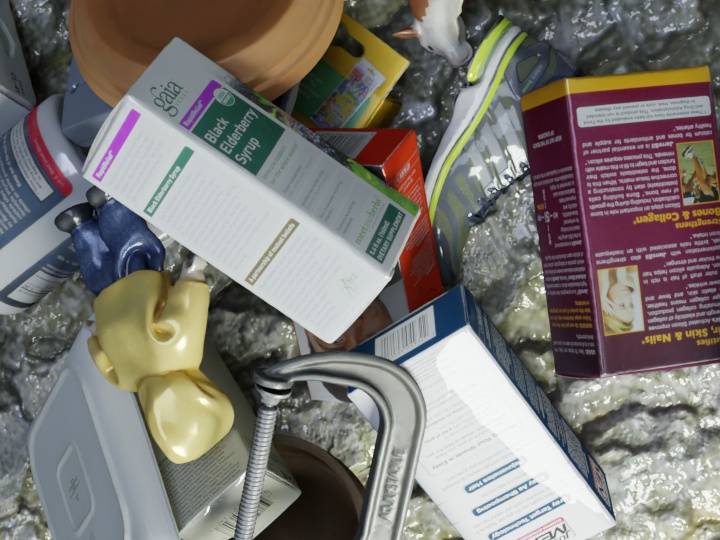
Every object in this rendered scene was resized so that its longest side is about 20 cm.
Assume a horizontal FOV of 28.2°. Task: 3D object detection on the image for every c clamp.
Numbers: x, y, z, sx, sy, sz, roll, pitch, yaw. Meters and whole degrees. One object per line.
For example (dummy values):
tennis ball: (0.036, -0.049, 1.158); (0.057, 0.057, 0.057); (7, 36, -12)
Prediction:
c clamp: (-0.047, 0.141, 0.952); (0.170, 0.027, 0.201); (16, 103, -4)

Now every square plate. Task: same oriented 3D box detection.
square plate: (-0.204, 0.162, 1.083); (0.200, 0.028, 0.199); (-53, 52, 47)

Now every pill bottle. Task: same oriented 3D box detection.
pill bottle: (-0.276, -0.036, 1.136); (0.200, 0.120, 0.120); (-35, 81, 15)

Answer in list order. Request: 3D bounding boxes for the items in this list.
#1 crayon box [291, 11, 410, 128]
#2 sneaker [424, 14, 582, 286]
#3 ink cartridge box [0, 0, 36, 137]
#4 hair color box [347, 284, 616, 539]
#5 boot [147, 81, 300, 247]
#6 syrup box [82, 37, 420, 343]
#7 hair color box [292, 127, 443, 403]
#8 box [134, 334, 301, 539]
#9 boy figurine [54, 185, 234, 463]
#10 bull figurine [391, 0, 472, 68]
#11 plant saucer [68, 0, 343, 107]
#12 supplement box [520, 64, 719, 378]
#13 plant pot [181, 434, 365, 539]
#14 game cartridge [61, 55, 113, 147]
crayon box: (-0.059, -0.111, 1.101); (0.126, 0.052, 0.200); (39, 102, 14)
sneaker: (0.098, -0.080, 1.043); (0.081, 0.074, 0.201); (21, 100, 11)
ink cartridge box: (-0.376, -0.143, 1.163); (0.200, 0.086, 0.148); (-34, 59, 17)
hair color box: (0.086, 0.117, 1.005); (0.100, 0.061, 0.200); (-30, 114, 16)
boot: (-0.114, -0.088, 1.034); (0.073, 0.096, 0.201); (24, 101, -29)
syrup box: (-0.070, -0.051, 0.923); (0.200, 0.079, 0.081); (35, 130, -7)
hair color box: (0.000, 0.000, 1.027); (0.101, 0.061, 0.201); (3, 122, 26)
box: (-0.129, 0.111, 1.072); (0.082, 0.068, 0.200); (-41, 51, 8)
boy figurine: (-0.143, 0.034, 0.995); (0.124, 0.064, 0.201); (-35, 74, 33)
bull figurine: (0.072, -0.247, 1.020); (0.065, 0.121, 0.201); (-1, 96, -26)
plant saucer: (-0.111, -0.193, 0.998); (0.199, 0.038, 0.201); (-5, 61, 9)
supplement box: (0.185, -0.032, 0.983); (0.110, 0.086, 0.201); (-7, 90, -15)
plant pot: (-0.060, 0.232, 1.067); (0.200, 0.093, 0.202); (-15, 58, 25)
game cartridge: (-0.160, -0.190, 1.081); (0.133, 0.041, 0.201); (-16, 53, 44)
